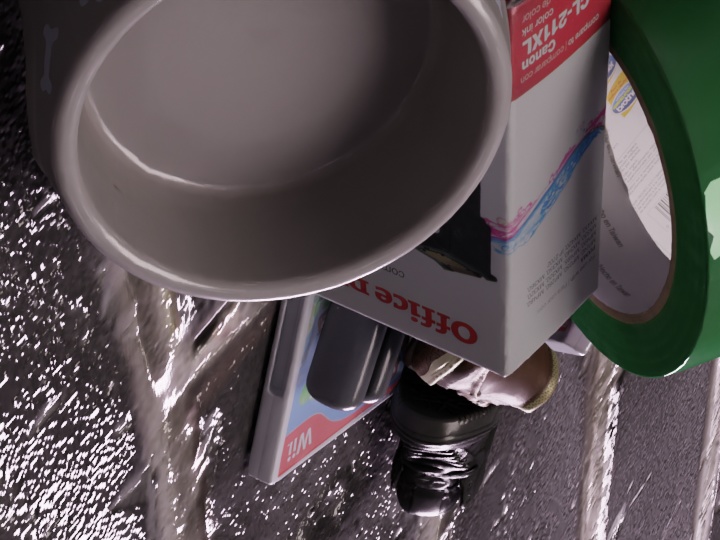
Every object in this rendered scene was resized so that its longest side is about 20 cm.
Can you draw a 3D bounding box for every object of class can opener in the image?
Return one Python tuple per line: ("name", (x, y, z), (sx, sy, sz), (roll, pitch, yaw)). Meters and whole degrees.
("can opener", (0.034, -0.019, 1.207), (0.053, 0.067, 0.201), (-12, 122, -63))

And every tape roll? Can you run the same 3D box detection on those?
("tape roll", (0.123, -0.054, 1.090), (0.048, 0.201, 0.201), (-18, 138, -18))

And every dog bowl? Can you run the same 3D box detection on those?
("dog bowl", (-0.033, -0.070, 0.911), (0.059, 0.199, 0.201), (-108, -165, -45))

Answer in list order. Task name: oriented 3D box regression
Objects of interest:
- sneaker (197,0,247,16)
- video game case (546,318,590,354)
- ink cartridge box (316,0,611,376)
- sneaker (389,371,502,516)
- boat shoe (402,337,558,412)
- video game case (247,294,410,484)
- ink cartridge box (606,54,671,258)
("sneaker", (-0.018, -0.169, 0.980), (0.200, 0.074, 0.088), (-60, 162, -18))
("video game case", (0.160, -0.042, 1.461), (0.200, 0.017, 0.143), (-60, -171, -4))
("ink cartridge box", (0.028, -0.071, 1.059), (0.083, 0.145, 0.201), (-43, 144, -39))
("sneaker", (0.050, 0.102, 1.406), (0.200, 0.060, 0.105), (-45, 151, -72))
("boat shoe", (0.072, 0.037, 1.255), (0.075, 0.075, 0.202), (-59, -179, -1))
("video game case", (0.000, 0.000, 1.264), (0.143, 0.017, 0.201), (-33, 142, -55))
("ink cartridge box", (0.124, -0.056, 1.305), (0.119, 0.042, 0.200), (-52, 130, 1))
